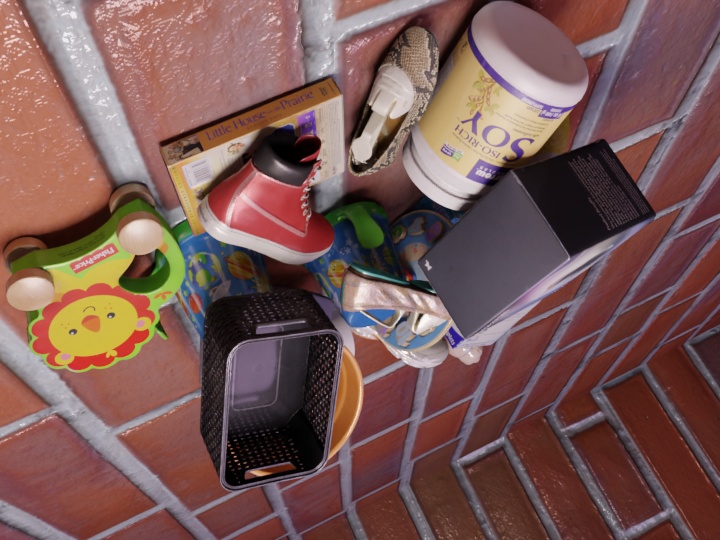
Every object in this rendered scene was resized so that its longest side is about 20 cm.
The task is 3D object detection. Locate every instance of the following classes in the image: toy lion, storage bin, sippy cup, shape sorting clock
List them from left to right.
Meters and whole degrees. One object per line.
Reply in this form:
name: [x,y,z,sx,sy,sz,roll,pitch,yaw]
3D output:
toy lion: [-0.281,0.026,0.869,0.197,0.069,0.193,-28,139,-4]
sippy cup: [-0.165,0.019,0.959,0.138,0.132,0.178,2,141,-49]
storage bin: [-0.105,0.135,0.902,0.133,0.094,0.204,-5,119,-25]
sippy cup: [0.000,0.000,1.081,0.139,0.132,0.177,-36,154,14]
shape sorting clock: [0.074,0.014,1.122,0.039,0.202,0.200,9,138,-36]

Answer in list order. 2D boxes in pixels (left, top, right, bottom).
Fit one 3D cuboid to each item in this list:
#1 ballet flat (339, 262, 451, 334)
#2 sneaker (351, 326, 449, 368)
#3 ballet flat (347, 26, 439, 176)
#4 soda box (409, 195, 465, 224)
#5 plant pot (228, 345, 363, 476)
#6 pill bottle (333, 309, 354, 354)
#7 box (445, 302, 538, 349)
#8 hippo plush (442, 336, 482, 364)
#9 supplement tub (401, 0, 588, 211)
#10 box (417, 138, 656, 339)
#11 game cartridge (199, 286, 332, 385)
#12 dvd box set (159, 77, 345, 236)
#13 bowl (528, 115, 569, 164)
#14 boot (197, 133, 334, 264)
ballet flat: [0.058,0.041,0.994,0.197,0.068,0.068,13,99,-25]
sneaker: [0.069,0.088,1.313,0.197,0.076,0.093,26,125,-11]
ballet flat: [0.029,-0.172,0.870,0.075,0.068,0.201,-43,169,-36]
soda box: [0.089,-0.039,1.200,0.067,0.065,0.200,-3,145,-43]
plant pot: [-0.113,0.153,1.059,0.197,0.140,0.204,-9,111,-25]
pill bottle: [-0.114,0.134,1.243,0.197,0.121,0.120,-17,153,-24]
box: [0.190,-0.012,1.216,0.104,0.186,0.200,0,143,-43]
hippo plush: [0.213,0.061,1.406,0.160,0.161,0.199,-36,154,18]
supplement tub: [0.145,-0.179,0.894,0.143,0.147,0.201,-8,148,-37]
box: [0.209,-0.036,0.954,0.196,0.124,0.200,-20,163,-39]
game cartridge: [-0.134,0.091,1.137,0.196,0.136,0.041,-2,-173,-27]
dvd box set: [-0.110,-0.121,0.871,0.197,0.030,0.147,-25,156,-11]
bowl: [0.208,-0.152,1.060,0.197,0.109,0.201,-24,154,-12]
boot: [-0.064,-0.082,0.878,0.144,0.073,0.199,-41,152,24]
